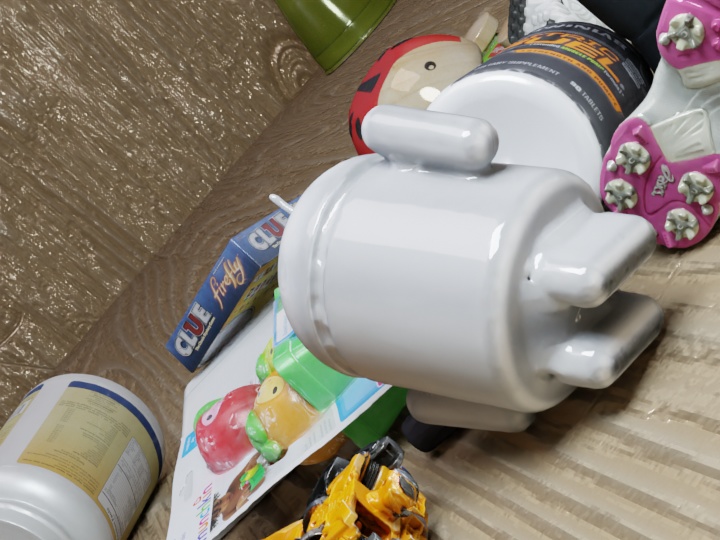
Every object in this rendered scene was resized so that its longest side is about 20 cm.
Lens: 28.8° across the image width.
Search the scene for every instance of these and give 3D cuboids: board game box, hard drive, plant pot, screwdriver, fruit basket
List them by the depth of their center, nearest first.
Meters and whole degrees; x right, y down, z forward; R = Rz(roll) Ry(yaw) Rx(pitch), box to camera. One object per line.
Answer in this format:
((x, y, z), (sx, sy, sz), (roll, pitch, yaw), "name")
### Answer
((0.093, 0.023, 0.749), (0.200, 0.028, 0.029), (-49, -18, 16), "screwdriver")
((-0.056, 0.082, 0.893), (0.200, 0.094, 0.185), (-36, 18, 11), "fruit basket")
((-0.087, 0.108, 1.059), (0.132, 0.027, 0.200), (-45, 23, 17), "hard drive")
((-0.068, -0.007, 1.182), (0.200, 0.035, 0.136), (-36, -15, -52), "board game box")
((-0.069, -0.517, 2.712), (0.200, 0.193, 0.200), (-46, 12, 12), "plant pot")

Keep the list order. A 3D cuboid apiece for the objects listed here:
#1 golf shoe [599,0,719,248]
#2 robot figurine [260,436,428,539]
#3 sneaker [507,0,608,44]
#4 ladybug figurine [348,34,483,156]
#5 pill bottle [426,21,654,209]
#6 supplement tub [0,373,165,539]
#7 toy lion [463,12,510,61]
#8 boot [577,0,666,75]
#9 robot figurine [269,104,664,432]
((0.178, -0.102, 0.655), (0.092, 0.075, 0.200), (-42, -15, -41), "golf shoe")
((-0.037, 0.169, 0.683), (0.200, 0.058, 0.145), (-45, 12, 19), "robot figurine")
((0.162, -0.163, 1.017), (0.200, 0.081, 0.075), (-100, 13, -57), "sneaker")
((0.039, -0.135, 1.152), (0.136, 0.072, 0.200), (-64, 11, -5), "ladybug figurine")
((0.110, -0.083, 0.803), (0.106, 0.106, 0.200), (-41, 0, 30), "pill bottle")
((-0.264, 0.197, 1.207), (0.144, 0.144, 0.200), (-41, 13, 30), "supplement tub")
((0.099, -0.130, 1.183), (0.192, 0.069, 0.200), (-56, 12, -2), "toy lion")
((0.172, -0.189, 0.820), (0.076, 0.168, 0.200), (-39, 14, 38), "boot")
((0.042, 0.003, 0.675), (0.200, 0.170, 0.113), (9, 27, 36), "robot figurine")
